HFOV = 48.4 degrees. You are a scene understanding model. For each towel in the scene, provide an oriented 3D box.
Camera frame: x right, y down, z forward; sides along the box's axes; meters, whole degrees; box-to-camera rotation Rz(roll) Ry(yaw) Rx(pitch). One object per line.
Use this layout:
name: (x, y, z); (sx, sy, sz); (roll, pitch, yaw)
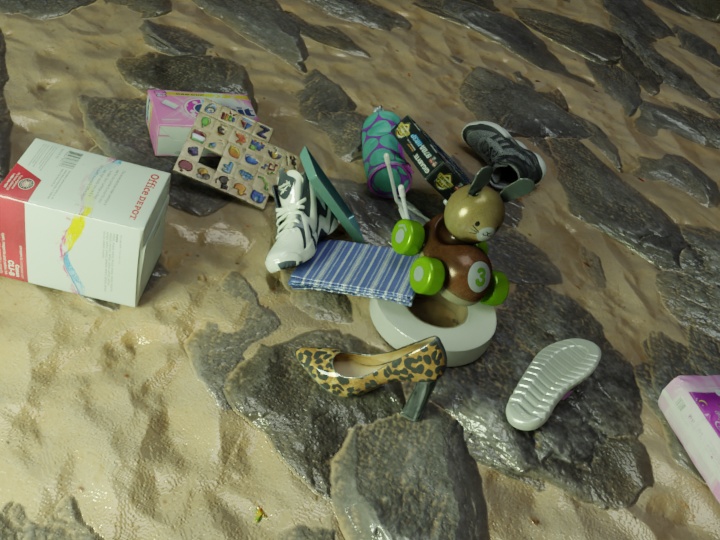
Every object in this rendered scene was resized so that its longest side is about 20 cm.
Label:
towel: (0.000, 0.000, 1.246); (0.197, 0.024, 0.145); (9, 32, 12)

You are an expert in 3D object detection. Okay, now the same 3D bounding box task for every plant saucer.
plant saucer: (-0.045, -0.116, 1.297); (0.019, 0.200, 0.071); (-28, 53, 9)

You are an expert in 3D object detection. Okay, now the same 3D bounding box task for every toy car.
toy car: (0.172, -0.064, 1.194); (0.162, 0.201, 0.159); (10, 39, -34)

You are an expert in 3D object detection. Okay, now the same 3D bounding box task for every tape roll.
tape roll: (0.113, 0.063, 1.241); (0.200, 0.037, 0.204); (11, 38, -9)

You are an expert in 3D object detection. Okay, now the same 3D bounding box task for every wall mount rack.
wall mount rack: (0.099, -0.104, 1.362); (0.172, 0.075, 0.201); (29, 22, -27)

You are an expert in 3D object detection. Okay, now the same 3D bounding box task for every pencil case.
pencil case: (0.050, -0.224, 1.520); (0.091, 0.085, 0.202); (-24, 39, 17)

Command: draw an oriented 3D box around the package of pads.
package of pads: (0.530, 0.246, 1.154); (0.119, 0.076, 0.201); (2, 41, -21)

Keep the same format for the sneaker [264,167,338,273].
sneaker: (-0.111, -0.089, 1.249); (0.079, 0.131, 0.199); (-13, 21, 36)

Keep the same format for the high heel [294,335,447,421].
high heel: (0.014, 0.108, 1.062); (0.197, 0.144, 0.072); (22, 38, 5)

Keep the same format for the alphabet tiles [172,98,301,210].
alphabet tiles: (-0.204, -0.197, 1.390); (0.198, 0.008, 0.169); (23, 57, -11)

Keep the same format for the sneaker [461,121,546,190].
sneaker: (0.275, -0.231, 1.626); (0.199, 0.076, 0.113); (36, 39, 18)

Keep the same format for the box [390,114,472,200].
box: (0.153, -0.172, 1.442); (0.199, 0.046, 0.160); (36, 19, -44)

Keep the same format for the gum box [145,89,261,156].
gum box: (-0.281, -0.267, 1.458); (0.197, 0.067, 0.114); (-2, 44, -24)

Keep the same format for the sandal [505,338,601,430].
sandal: (0.278, 0.168, 1.176); (0.202, 0.050, 0.082); (-35, 46, -31)

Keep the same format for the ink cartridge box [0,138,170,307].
ink cartridge box: (-0.380, -0.065, 1.114); (0.197, 0.146, 0.146); (14, 38, -5)
